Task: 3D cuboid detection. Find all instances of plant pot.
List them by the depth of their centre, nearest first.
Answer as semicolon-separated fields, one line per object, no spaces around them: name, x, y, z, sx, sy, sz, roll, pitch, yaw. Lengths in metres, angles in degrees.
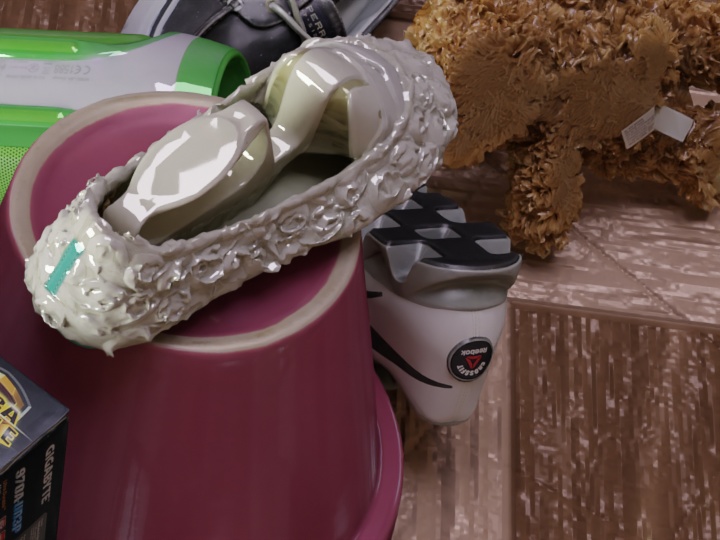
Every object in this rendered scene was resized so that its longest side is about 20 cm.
plant pot;-0.075;0.039;1.121;0.199;0.179;0.200;6;47;-6

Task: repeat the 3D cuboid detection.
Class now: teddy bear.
teddy bear;0.097;-0.083;1.305;0.200;0.145;0.067;-14;27;-27

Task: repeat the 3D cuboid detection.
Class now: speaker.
speaker;-0.148;-0.060;1.229;0.199;0.089;0.089;4;46;13

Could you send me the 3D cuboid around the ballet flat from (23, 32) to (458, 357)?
ballet flat;-0.031;-0.038;1.034;0.072;0.072;0.200;37;51;20

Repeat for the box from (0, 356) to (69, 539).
box;-0.179;0.075;1.051;0.159;0.200;0.046;36;54;20

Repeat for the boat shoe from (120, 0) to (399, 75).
boat shoe;-0.039;-0.114;1.322;0.071;0.072;0.200;-2;35;38

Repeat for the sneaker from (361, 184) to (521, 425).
sneaker;0.000;0.000;1.249;0.074;0.089;0.200;-2;24;-20
